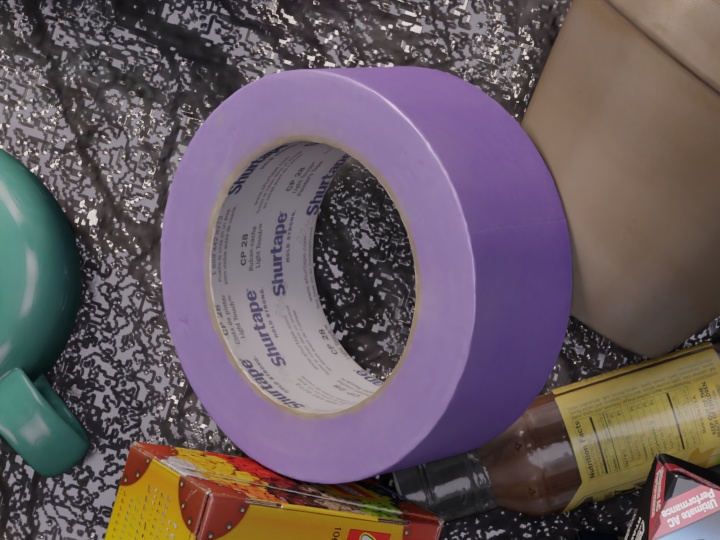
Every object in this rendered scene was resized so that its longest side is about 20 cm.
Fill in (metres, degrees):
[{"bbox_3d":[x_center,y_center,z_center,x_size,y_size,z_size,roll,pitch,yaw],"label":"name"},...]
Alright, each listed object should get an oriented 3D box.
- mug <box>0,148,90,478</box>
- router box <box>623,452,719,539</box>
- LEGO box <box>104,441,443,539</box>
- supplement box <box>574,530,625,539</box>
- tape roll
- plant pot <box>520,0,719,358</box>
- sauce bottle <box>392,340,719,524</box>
[{"bbox_3d":[-0.208,0.008,1.149,0.184,0.114,0.153,20,87,0],"label":"mug"},{"bbox_3d":[0.200,0.188,1.017,0.199,0.062,0.151,20,95,-1],"label":"router box"},{"bbox_3d":[-0.061,0.198,1.114,0.148,0.077,0.201,13,96,-38],"label":"LEGO box"},{"bbox_3d":[0.187,0.255,1.122,0.199,0.134,0.201,10,95,0],"label":"supplement box"},{"bbox_3d":[0.000,0.000,1.115,0.199,0.085,0.201,4,97,39],"label":"tape roll"},{"bbox_3d":[0.157,-0.059,1.137,0.200,0.200,0.174,37,105,1],"label":"plant pot"},{"bbox_3d":[0.115,0.090,1.178,0.199,0.065,0.065,-17,88,0],"label":"sauce bottle"}]
